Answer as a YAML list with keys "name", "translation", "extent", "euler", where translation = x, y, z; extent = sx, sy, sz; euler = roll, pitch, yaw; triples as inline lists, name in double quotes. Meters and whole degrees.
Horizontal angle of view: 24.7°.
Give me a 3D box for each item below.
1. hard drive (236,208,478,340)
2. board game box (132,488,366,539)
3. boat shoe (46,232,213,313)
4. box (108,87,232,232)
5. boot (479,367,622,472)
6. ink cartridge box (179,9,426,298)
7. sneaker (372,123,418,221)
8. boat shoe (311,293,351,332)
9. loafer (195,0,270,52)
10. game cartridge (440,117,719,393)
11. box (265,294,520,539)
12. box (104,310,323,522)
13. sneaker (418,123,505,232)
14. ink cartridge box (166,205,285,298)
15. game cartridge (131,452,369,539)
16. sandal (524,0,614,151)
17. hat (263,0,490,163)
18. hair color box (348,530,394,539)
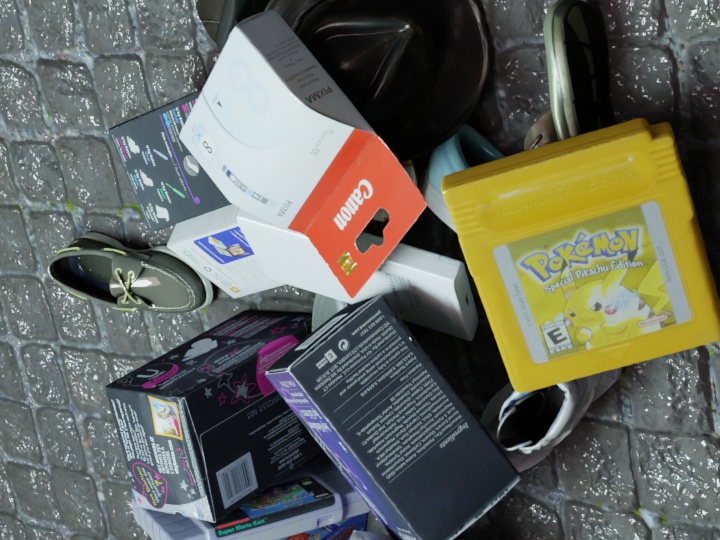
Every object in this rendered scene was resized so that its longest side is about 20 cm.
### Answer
- name: "hard drive"
  translation: [0.000, 0.000, 1.429]
  extent: [0.199, 0.027, 0.132]
  euler: [16, 160, 17]
- name: "board game box"
  translation: [-0.112, 0.238, 1.652]
  extent: [0.199, 0.135, 0.035]
  euler: [24, 125, 31]
- name: "boat shoe"
  translation: [-0.239, 0.010, 1.700]
  extent: [0.201, 0.060, 0.072]
  euler: [14, 120, 36]
- name: "box"
  translation: [-0.110, -0.119, 1.477]
  extent: [0.200, 0.122, 0.106]
  euler: [-16, 99, 44]
- name: "boot"
  translation: [0.138, 0.127, 1.404]
  extent: [0.074, 0.095, 0.200]
  euler: [47, 134, 12]
- name: "ink cartridge box"
  translation: [-0.051, -0.082, 1.307]
  extent: [0.200, 0.047, 0.160]
  euler: [53, 144, 10]
- name: "sneaker"
  translation: [0.007, -0.139, 1.402]
  extent: [0.078, 0.077, 0.201]
  euler: [-9, 88, 13]
- name: "boat shoe"
  translation: [0.008, 0.103, 1.539]
  extent: [0.074, 0.065, 0.203]
  euler: [-7, 101, 63]
- name: "loafer"
  translation: [-0.107, -0.279, 1.428]
  extent: [0.071, 0.073, 0.200]
  euler: [39, 132, 17]
- name: "game cartridge"
  translation: [0.172, -0.009, 1.253]
  extent: [0.176, 0.032, 0.201]
  euler: [-16, 123, 11]
- name: "box"
  translation: [0.025, 0.132, 1.414]
  extent: [0.200, 0.104, 0.148]
  euler: [52, 168, -2]
- name: "box"
  translation: [-0.123, 0.134, 1.562]
  extent: [0.114, 0.200, 0.133]
  euler: [4, 113, 42]
- name: "sneaker"
  translation: [0.131, -0.047, 1.339]
  extent: [0.200, 0.074, 0.082]
  euler: [37, 134, 21]
- name: "ink cartridge box"
  translation: [-0.083, -0.027, 1.531]
  extent: [0.200, 0.037, 0.095]
  euler: [-13, 137, 46]
- name: "game cartridge"
  translation: [-0.104, 0.221, 1.566]
  extent: [0.130, 0.199, 0.039]
  euler: [18, 118, 63]
- name: "sandal"
  translation: [0.159, -0.110, 1.282]
  extent: [0.057, 0.080, 0.202]
  euler: [4, 104, 34]
- name: "hat"
  translation: [0.003, -0.173, 1.317]
  extent: [0.200, 0.081, 0.202]
  euler: [0, 91, 7]
- name: "hair color box"
  translation: [0.056, 0.294, 1.491]
  extent: [0.109, 0.200, 0.065]
  euler: [32, 91, 25]
